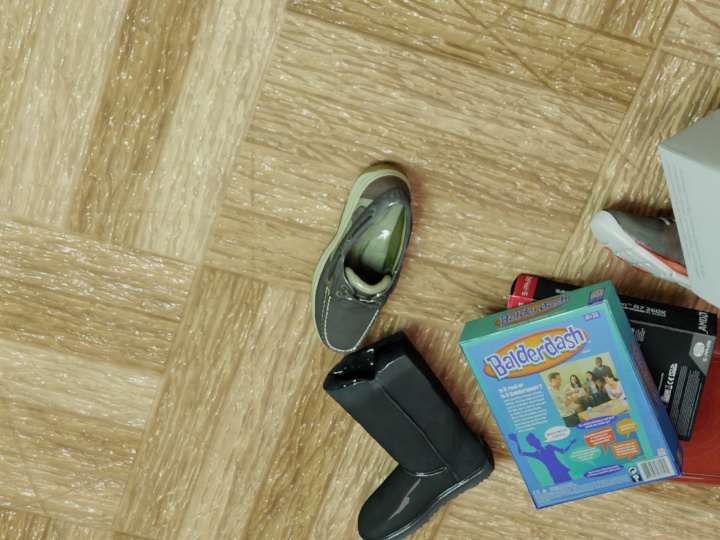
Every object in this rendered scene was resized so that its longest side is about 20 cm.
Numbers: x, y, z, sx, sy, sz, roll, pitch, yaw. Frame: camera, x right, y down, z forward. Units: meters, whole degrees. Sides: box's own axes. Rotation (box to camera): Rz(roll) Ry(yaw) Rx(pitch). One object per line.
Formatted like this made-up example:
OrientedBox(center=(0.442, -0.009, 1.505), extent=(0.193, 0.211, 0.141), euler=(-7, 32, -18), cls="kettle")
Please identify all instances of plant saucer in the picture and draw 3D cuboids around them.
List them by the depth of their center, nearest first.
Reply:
OrientedBox(center=(0.331, 0.142, 1.580), extent=(0.199, 0.037, 0.201), euler=(6, 120, -8), cls="plant saucer")

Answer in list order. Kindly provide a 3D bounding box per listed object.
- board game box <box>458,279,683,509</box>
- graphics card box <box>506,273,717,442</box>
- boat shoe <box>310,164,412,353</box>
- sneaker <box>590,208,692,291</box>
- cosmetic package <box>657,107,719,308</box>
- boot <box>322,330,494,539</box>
OrientedBox(center=(0.202, 0.121, 1.475), extent=(0.151, 0.045, 0.201), euler=(-17, 112, 23), cls="board game box")
OrientedBox(center=(0.236, 0.084, 1.501), extent=(0.199, 0.051, 0.126), euler=(11, 119, 10), cls="graphics card box")
OrientedBox(center=(0.001, 0.000, 1.452), extent=(0.071, 0.066, 0.202), euler=(11, 119, -14), cls="boat shoe")
OrientedBox(center=(0.311, -0.028, 1.475), extent=(0.199, 0.077, 0.082), euler=(24, 88, -18), cls="sneaker")
OrientedBox(center=(0.399, -0.065, 1.357), extent=(0.199, 0.165, 0.165), euler=(-29, 120, -15), cls="cosmetic package")
OrientedBox(center=(0.023, 0.170, 1.534), extent=(0.165, 0.066, 0.200), euler=(-37, 130, 2), cls="boot")
